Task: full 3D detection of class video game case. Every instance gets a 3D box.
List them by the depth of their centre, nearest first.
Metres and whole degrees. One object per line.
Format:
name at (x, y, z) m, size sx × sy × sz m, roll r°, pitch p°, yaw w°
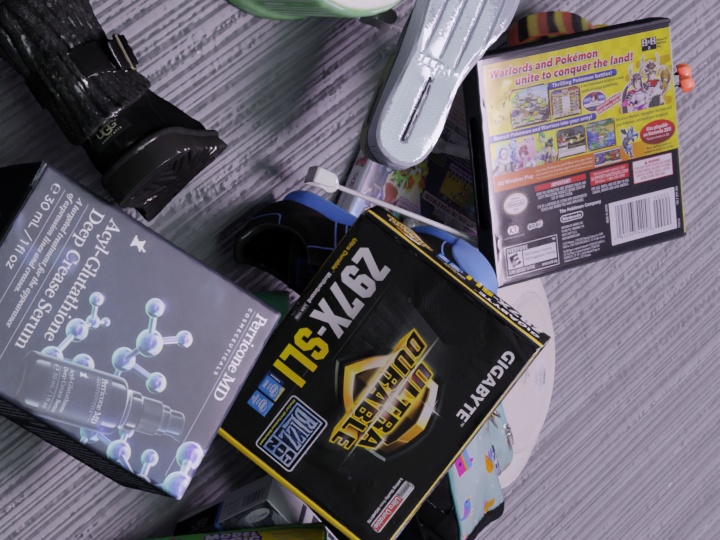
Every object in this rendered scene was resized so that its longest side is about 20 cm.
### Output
video game case at (0.170, -0.095, 1.748) m, size 0.200 × 0.025 × 0.181 m, roll -15°, pitch 106°, yaw -32°
video game case at (0.077, -0.080, 1.809) m, size 0.200 × 0.023 × 0.182 m, roll 31°, pitch 79°, yaw -44°

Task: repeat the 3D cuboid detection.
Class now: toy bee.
toy bee at (0.217, -0.158, 1.860) m, size 0.200 × 0.109 × 0.131 m, roll 31°, pitch 35°, yaw -51°

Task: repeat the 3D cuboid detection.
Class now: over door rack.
over door rack at (0.053, -0.106, 1.726) m, size 0.200 × 0.067 × 0.148 m, roll 22°, pitch 84°, yaw -31°

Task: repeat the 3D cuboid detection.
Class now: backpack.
backpack at (0.019, 0.112, 1.700) m, size 0.153 × 0.176 × 0.200 m, roll -48°, pitch 132°, yaw -44°

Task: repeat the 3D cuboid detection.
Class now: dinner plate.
dinner plate at (0.128, 0.084, 1.847) m, size 0.200 × 0.024 × 0.200 m, roll 5°, pitch 90°, yaw -65°

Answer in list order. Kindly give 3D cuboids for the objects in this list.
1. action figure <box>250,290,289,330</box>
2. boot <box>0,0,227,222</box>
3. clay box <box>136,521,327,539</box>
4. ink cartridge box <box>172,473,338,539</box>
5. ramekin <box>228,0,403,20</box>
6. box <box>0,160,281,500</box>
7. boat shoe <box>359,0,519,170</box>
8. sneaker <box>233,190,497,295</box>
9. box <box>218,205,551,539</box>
action figure at (-0.153, 0.056, 1.607) m, size 0.200 × 0.055 × 0.118 m, roll 9°, pitch 95°, yaw -37°
boot at (-0.174, -0.120, 1.522) m, size 0.079 × 0.211 × 0.158 m, roll -41°, pitch 85°, yaw 1°
clay box at (-0.118, 0.253, 1.634) m, size 0.048 × 0.200 × 0.115 m, roll -82°, pitch 166°, yaw -69°
ink cartridge box at (-0.045, 0.247, 1.693) m, size 0.200 × 0.099 × 0.039 m, roll 48°, pitch 29°, yaw -23°
ramekin at (-0.023, -0.277, 1.613) m, size 0.200 × 0.098 × 0.200 m, roll -13°, pitch 109°, yaw -40°
box at (-0.184, 0.042, 1.498) m, size 0.200 × 0.107 × 0.149 m, roll 33°, pitch 77°, yaw -23°
boat shoe at (0.053, -0.167, 1.643) m, size 0.072 × 0.062 × 0.200 m, roll 34°, pitch 80°, yaw -23°
sneaker at (0.000, 0.000, 1.632) m, size 0.078 × 0.200 × 0.070 m, roll -37°, pitch 136°, yaw -46°
box at (0.012, 0.078, 1.582) m, size 0.200 × 0.160 × 0.049 m, roll -53°, pitch 173°, yaw 14°
